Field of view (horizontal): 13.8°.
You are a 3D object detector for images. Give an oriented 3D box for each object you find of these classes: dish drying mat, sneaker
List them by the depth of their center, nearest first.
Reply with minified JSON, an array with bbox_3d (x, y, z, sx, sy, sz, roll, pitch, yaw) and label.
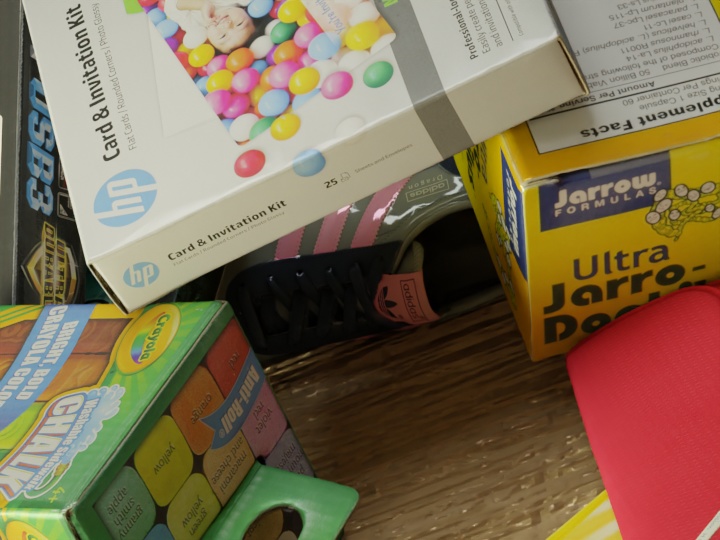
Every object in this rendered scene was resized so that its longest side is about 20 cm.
[{"bbox_3d":[0.122,0.059,1.089,0.076,0.018,0.200,-26,25,7],"label":"dish drying mat"},{"bbox_3d":[0.000,0.000,1.285,0.199,0.070,0.082,-24,27,8],"label":"sneaker"}]

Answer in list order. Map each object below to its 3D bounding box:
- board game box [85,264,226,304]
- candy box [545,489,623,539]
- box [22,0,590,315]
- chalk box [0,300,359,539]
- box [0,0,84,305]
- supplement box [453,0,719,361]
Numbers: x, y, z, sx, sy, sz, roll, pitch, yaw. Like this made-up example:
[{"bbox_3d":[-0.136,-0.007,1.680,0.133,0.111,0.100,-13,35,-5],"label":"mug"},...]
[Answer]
[{"bbox_3d":[-0.145,0.031,1.321,0.199,0.028,0.136,-9,56,41],"label":"board game box"},{"bbox_3d":[0.166,0.064,1.091,0.200,0.027,0.102,-38,27,-21],"label":"candy box"},{"bbox_3d":[-0.026,-0.089,1.168,0.199,0.041,0.156,-26,48,9],"label":"box"},{"bbox_3d":[-0.097,0.095,1.149,0.199,0.124,0.125,-3,36,36],"label":"chalk box"},{"bbox_3d":[-0.203,-0.048,1.323,0.198,0.050,0.201,-12,73,38],"label":"box"},{"bbox_3d":[0.091,-0.081,1.219,0.108,0.110,0.201,-14,49,-5],"label":"supplement box"}]
